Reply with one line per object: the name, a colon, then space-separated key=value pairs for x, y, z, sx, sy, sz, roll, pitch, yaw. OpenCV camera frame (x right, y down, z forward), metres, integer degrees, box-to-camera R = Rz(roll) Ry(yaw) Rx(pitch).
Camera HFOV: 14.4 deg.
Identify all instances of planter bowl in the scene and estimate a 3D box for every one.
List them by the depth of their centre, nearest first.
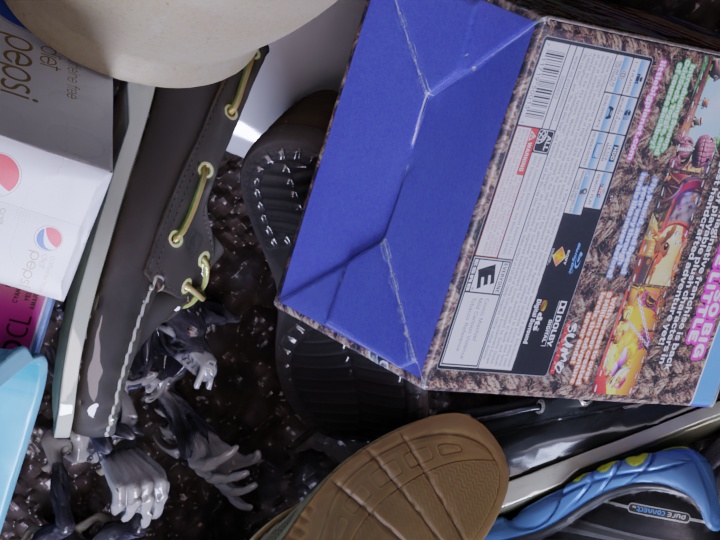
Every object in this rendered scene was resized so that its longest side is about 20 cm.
planter bowl: x=-0.077 y=-0.162 z=1.180 sx=0.200 sy=0.200 sz=0.135 roll=15 pitch=128 yaw=-12

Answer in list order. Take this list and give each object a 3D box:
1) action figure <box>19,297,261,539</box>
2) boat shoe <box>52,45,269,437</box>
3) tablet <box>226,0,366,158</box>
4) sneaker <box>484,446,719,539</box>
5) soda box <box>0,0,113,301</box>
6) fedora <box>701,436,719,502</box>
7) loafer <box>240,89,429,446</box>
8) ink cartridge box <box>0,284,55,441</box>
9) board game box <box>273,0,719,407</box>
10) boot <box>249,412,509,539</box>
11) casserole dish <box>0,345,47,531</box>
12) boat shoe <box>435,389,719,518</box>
action figure: x=-0.101 y=0.079 z=1.302 sx=0.119 sy=0.102 sz=0.200 roll=-4 pitch=126 yaw=-53
boat shoe: x=-0.087 y=-0.020 z=1.232 sx=0.060 sy=0.072 sz=0.202 roll=15 pitch=73 yaw=-9
tablet: x=0.013 y=-0.090 z=1.303 sx=0.200 sy=0.014 sz=0.130 roll=23 pitch=107 yaw=-15
sneaker: x=0.094 y=0.152 z=1.339 sx=0.071 sy=0.083 sz=0.200 roll=0 pitch=154 yaw=-44
soda box: x=-0.143 y=-0.067 z=1.190 sx=0.068 sy=0.200 sz=0.064 roll=18 pitch=115 yaw=-13
fedora: x=0.253 y=0.122 z=1.336 sx=0.200 sy=0.090 sz=0.177 roll=2 pitch=142 yaw=-19
loafer: x=0.000 y=0.000 z=1.299 sx=0.073 sy=0.071 sz=0.200 roll=7 pitch=135 yaw=17
ink cartridge box: x=-0.232 y=-0.020 z=1.268 sx=0.200 sy=0.076 sz=0.137 roll=15 pitch=109 yaw=-11
board game box: x=0.084 y=-0.035 z=1.228 sx=0.200 sy=0.097 sz=0.160 roll=7 pitch=106 yaw=-47
boot: x=-0.033 y=0.145 z=1.323 sx=0.200 sy=0.155 sz=0.073 roll=-44 pitch=98 yaw=-23
casserole dish: x=-0.190 y=0.115 z=1.229 sx=0.039 sy=0.121 sz=0.200 roll=24 pitch=114 yaw=9
boat shoe: x=0.126 y=0.058 z=1.348 sx=0.199 sy=0.075 sz=0.066 roll=-23 pitch=78 yaw=8
